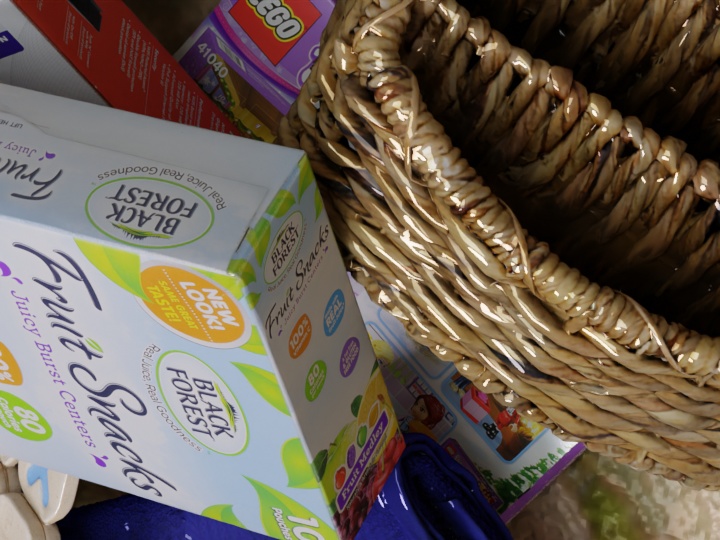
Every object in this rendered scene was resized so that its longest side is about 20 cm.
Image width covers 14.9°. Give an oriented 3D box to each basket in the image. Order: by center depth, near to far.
[{"bbox_3d":[0.090,-0.044,0.809,0.199,0.143,0.149,33,137,-7],"label":"basket"}]

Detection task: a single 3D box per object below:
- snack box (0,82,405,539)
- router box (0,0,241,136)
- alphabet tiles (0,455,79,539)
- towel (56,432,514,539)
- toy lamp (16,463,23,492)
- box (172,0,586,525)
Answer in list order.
[{"bbox_3d":[-0.096,0.007,0.851,0.199,0.053,0.143,14,147,26],"label":"snack box"},{"bbox_3d":[-0.169,-0.050,0.923,0.199,0.049,0.180,-20,135,25],"label":"router box"},{"bbox_3d":[-0.143,0.108,0.996,0.200,0.015,0.197,46,128,51],"label":"alphabet tiles"},{"bbox_3d":[-0.021,0.130,0.962,0.199,0.050,0.148,-16,111,37],"label":"towel"},{"bbox_3d":[-0.125,0.091,1.035,0.058,0.058,0.201,21,110,20],"label":"toy lamp"},{"bbox_3d":[0.000,0.000,0.966,0.200,0.039,0.137,49,116,9],"label":"box"}]
